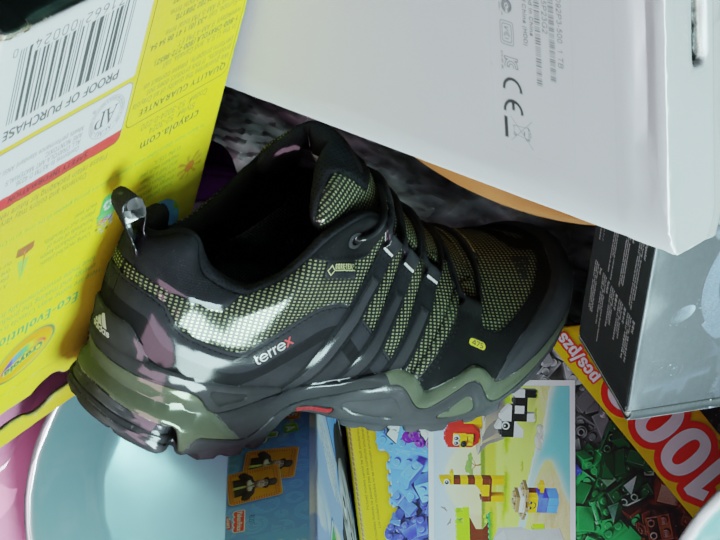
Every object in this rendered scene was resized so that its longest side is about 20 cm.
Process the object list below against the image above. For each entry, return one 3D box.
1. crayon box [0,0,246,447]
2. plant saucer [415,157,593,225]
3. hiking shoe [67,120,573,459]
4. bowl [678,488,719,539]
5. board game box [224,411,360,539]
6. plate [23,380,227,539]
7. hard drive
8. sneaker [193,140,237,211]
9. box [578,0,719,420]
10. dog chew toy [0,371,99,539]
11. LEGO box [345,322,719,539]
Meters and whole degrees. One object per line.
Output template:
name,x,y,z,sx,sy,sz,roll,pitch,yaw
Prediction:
crayon box,-0.104,-0.030,0.839,0.051,0.127,0.200,35,132,20
plant saucer,0.061,-0.088,0.851,0.199,0.038,0.201,17,137,16
hiking shoe,0.000,0.000,0.892,0.199,0.076,0.101,-13,131,-36
bowl,0.207,0.112,0.886,0.200,0.105,0.201,10,120,17
board game box,-0.019,0.109,0.954,0.036,0.200,0.152,-8,120,4
plate,-0.041,0.080,1.064,0.199,0.026,0.201,-10,119,-18
hard drive,0.023,-0.094,0.785,0.200,0.026,0.132,24,128,42
sneaker,-0.108,-0.088,0.936,0.087,0.074,0.200,-30,123,-2
box,0.158,-0.054,0.802,0.160,0.044,0.201,-7,129,-17
dog chew toy,-0.155,0.061,1.078,0.124,0.125,0.200,-21,138,36
LEGO box,0.081,0.120,0.990,0.148,0.201,0.077,-8,179,13
